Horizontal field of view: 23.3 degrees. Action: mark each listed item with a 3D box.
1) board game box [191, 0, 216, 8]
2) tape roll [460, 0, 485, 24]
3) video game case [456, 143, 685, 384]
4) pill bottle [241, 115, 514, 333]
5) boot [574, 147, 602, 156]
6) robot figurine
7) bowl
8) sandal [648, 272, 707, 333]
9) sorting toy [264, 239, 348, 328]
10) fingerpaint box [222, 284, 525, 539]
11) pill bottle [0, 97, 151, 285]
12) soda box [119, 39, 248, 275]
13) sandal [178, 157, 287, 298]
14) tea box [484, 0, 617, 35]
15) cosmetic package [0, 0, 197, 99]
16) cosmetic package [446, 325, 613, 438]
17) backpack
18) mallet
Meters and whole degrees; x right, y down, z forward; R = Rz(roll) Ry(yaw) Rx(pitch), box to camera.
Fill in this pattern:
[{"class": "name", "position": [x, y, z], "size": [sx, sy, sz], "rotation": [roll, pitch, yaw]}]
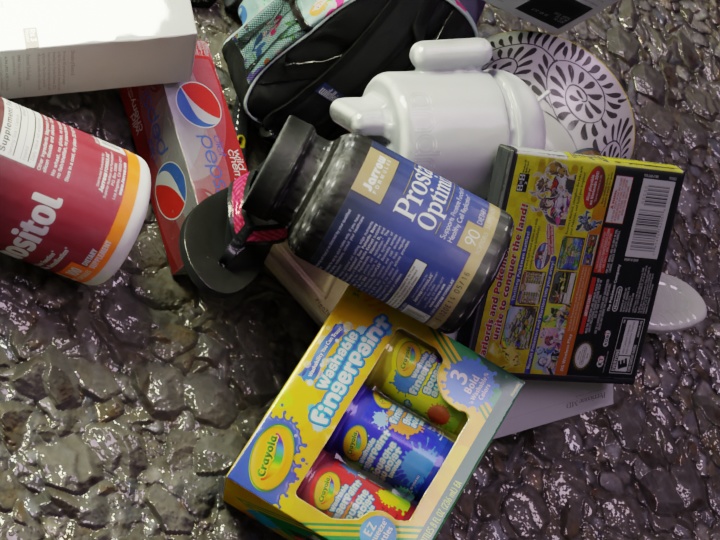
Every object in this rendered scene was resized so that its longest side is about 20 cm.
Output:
[{"class": "board game box", "position": [-0.230, -0.315, 1.598], "size": [0.200, 0.028, 0.135], "rotation": [1, 65, -38]}, {"class": "tape roll", "position": [0.028, -0.292, 1.667], "size": [0.200, 0.200, 0.085], "rotation": [37, 48, -15]}, {"class": "video game case", "position": [0.179, -0.002, 1.502], "size": [0.181, 0.026, 0.200], "rotation": [4, 105, -28]}, {"class": "pill bottle", "position": [0.012, -0.040, 1.395], "size": [0.200, 0.112, 0.112], "rotation": [28, 49, -5]}, {"class": "boot", "position": [0.227, -0.018, 1.631], "size": [0.075, 0.200, 0.097], "rotation": [-28, 55, -6]}, {"class": "robot figurine", "position": [0.074, -0.115, 1.497], "size": [0.200, 0.170, 0.113], "rotation": [-5, 23, -21]}, {"class": "bowl", "position": [0.151, -0.116, 1.650], "size": [0.201, 0.201, 0.094], "rotation": [43, 39, -10]}, {"class": "sandal", "position": [0.253, 0.043, 1.753], "size": [0.203, 0.050, 0.082], "rotation": [-5, 52, -26]}, {"class": "sorting toy", "position": [0.000, 0.000, 1.590], "size": [0.185, 0.036, 0.200], "rotation": [49, 41, -4]}, {"class": "fingerpaint box", "position": [0.011, 0.136, 1.408], "size": [0.167, 0.073, 0.200], "rotation": [31, 68, 6]}, {"class": "pill bottle", "position": [-0.274, -0.071, 1.359], "size": [0.200, 0.113, 0.113], "rotation": [22, 53, -26]}, {"class": "soda box", "position": [-0.147, -0.099, 1.504], "size": [0.063, 0.070, 0.200], "rotation": [-3, 68, -38]}, {"class": "sandal", "position": [-0.083, -0.052, 1.446], "size": [0.075, 0.045, 0.200], "rotation": [47, 46, -8]}, {"class": "tea box", "position": [0.148, -0.346, 1.558], "size": [0.200, 0.134, 0.197], "rotation": [14, 55, -48]}, {"class": "cosmetic package", "position": [-0.241, -0.211, 1.440], "size": [0.200, 0.081, 0.113], "rotation": [-10, 67, -12]}, {"class": "cosmetic package", "position": [0.131, 0.067, 1.548], "size": [0.200, 0.052, 0.151], "rotation": [-14, 115, -25]}, {"class": "backpack", "position": [-0.003, -0.210, 1.562], "size": [0.178, 0.200, 0.151], "rotation": [25, 39, -43]}, {"class": "mallet", "position": [-0.110, -0.192, 1.616], "size": [0.066, 0.041, 0.200], "rotation": [30, 53, -23]}]
